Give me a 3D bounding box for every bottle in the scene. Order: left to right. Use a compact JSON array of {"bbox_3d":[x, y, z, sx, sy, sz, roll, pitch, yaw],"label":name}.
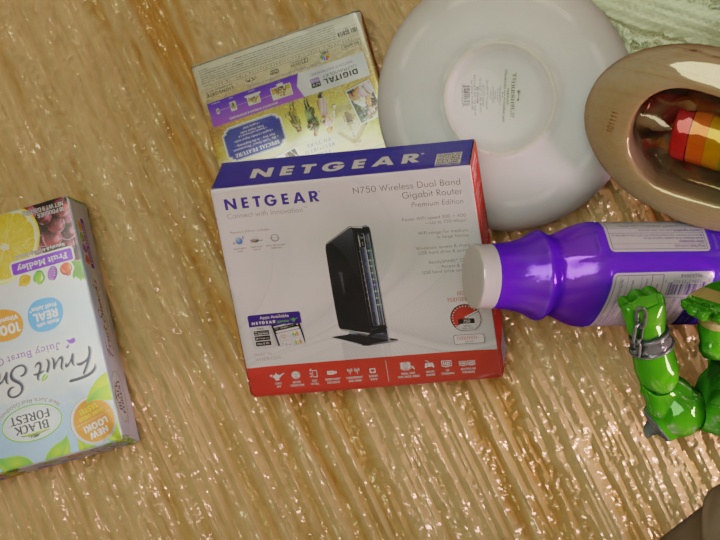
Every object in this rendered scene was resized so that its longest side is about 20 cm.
[{"bbox_3d":[0.175,0.003,1.668,0.199,0.084,0.066,-1,55,-17],"label":"bottle"}]

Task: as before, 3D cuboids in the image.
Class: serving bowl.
[{"bbox_3d":[0.107,-0.129,1.710,0.199,0.066,0.202,0,93,9],"label":"serving bowl"}]

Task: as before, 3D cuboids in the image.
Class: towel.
[{"bbox_3d":[0.226,-0.202,1.748,0.199,0.036,0.149,21,86,13],"label":"towel"}]

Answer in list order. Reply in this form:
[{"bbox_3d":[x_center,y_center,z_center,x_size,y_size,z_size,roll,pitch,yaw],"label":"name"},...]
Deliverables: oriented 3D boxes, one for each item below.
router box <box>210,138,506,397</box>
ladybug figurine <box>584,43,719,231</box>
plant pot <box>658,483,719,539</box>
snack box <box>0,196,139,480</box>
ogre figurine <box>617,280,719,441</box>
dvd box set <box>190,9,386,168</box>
[{"bbox_3d":[0.000,0.000,1.711,0.198,0.049,0.181,-5,117,11],"label":"router box"},{"bbox_3d":[0.263,-0.100,1.650,0.199,0.072,0.136,21,119,10],"label":"ladybug figurine"},{"bbox_3d":[0.249,0.262,1.617,0.173,0.200,0.201,-26,78,24],"label":"plant pot"},{"bbox_3d":[-0.268,0.056,1.802,0.141,0.053,0.201,-15,80,10],"label":"snack box"},{"bbox_3d":[0.282,0.067,1.656,0.098,0.199,0.121,36,129,47],"label":"ogre figurine"},{"bbox_3d":[-0.039,-0.088,1.787,0.145,0.029,0.201,-19,79,8],"label":"dvd box set"}]
